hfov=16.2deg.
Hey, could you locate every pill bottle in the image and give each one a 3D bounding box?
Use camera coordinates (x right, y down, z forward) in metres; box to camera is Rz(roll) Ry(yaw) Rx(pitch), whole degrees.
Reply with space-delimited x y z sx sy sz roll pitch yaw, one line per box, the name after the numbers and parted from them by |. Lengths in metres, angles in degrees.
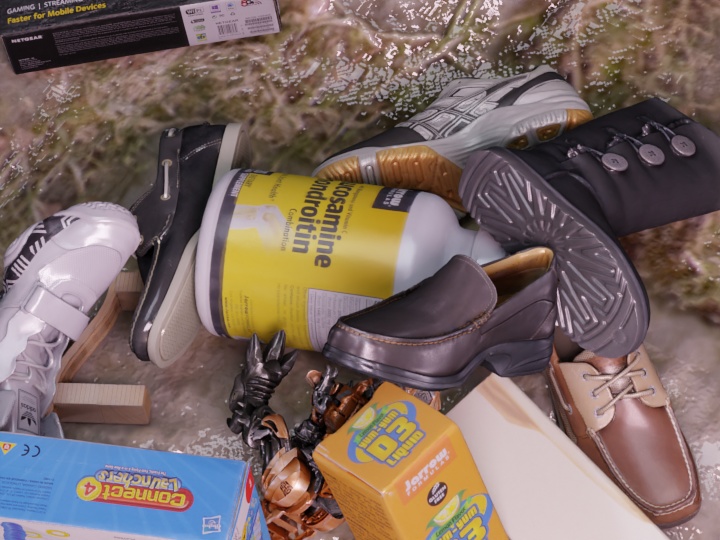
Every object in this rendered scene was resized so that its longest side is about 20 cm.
0.000 0.000 1.639 0.198 0.112 0.113 8 59 11 | pill bottle

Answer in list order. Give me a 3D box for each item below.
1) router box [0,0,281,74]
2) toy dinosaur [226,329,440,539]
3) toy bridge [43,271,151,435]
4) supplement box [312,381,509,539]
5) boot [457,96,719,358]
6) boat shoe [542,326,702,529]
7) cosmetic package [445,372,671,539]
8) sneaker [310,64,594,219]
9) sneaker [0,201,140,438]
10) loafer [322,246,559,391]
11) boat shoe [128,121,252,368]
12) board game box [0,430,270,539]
-0.164 -0.228 1.833 0.198 0.051 0.150 -9 56 1 | router box
-0.034 0.114 1.557 0.199 0.102 0.136 -28 35 7 | toy dinosaur
-0.171 0.086 1.656 0.067 0.027 0.201 1 57 7 | toy bridge
0.043 0.160 1.479 0.066 0.201 0.069 -42 43 -18 | supplement box
0.179 -0.031 1.624 0.199 0.066 0.165 -14 60 -47 | boot
0.154 0.073 1.599 0.075 0.072 0.201 -24 59 -8 | boat shoe
0.131 0.162 1.524 0.071 0.105 0.200 -41 64 -7 | cosmetic package
0.058 -0.083 1.719 0.198 0.076 0.088 -14 41 -5 | sneaker
-0.206 0.053 1.619 0.200 0.075 0.115 -40 51 14 | sneaker
0.049 0.024 1.483 0.072 0.199 0.073 23 108 30 | loafer
-0.125 -0.018 1.677 0.067 0.072 0.201 7 50 9 | boat shoe
-0.153 0.170 1.503 0.198 0.196 0.056 6 59 11 | board game box
